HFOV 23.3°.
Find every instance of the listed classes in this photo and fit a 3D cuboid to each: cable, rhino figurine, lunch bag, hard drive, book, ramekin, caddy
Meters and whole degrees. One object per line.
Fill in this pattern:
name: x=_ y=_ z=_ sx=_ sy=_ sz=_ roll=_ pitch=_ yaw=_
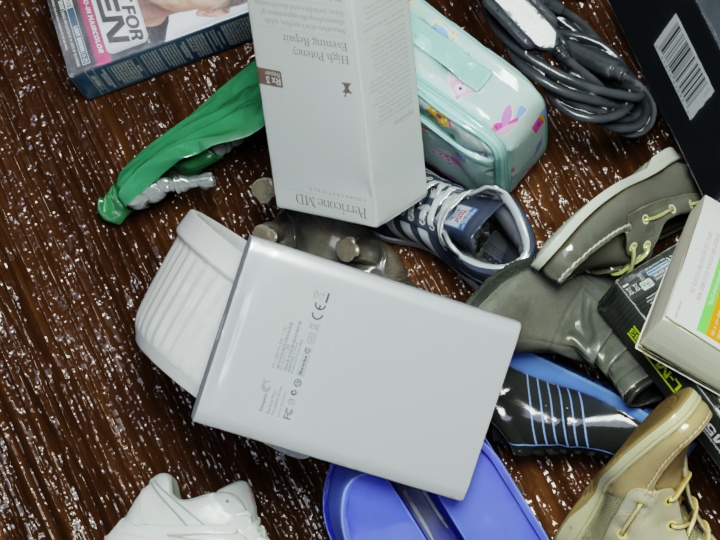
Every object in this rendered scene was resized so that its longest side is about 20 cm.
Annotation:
cable: x=0.152 y=-0.178 z=1.358 sx=0.200 sy=0.163 sz=0.051 roll=45 pitch=107 yaw=2
rhino figurine: x=0.000 y=0.000 z=1.361 sx=0.200 sy=0.087 sz=0.060 roll=38 pitch=103 yaw=20
lunch bag: x=0.050 y=-0.146 z=1.356 sx=0.200 sy=0.160 sz=0.077 roll=37 pitch=83 yaw=14
hard drive: x=-0.002 y=0.069 z=1.207 sx=0.199 sy=0.025 sz=0.133 roll=18 pitch=94 yaw=-11
book: x=0.309 y=0.045 z=1.240 sx=0.199 sy=0.048 sz=0.134 roll=30 pitch=54 yaw=-2
ramekin: x=-0.076 y=0.053 z=1.309 sx=0.200 sy=0.200 sz=0.105 roll=37 pitch=92 yaw=14
caddy: x=0.059 y=0.198 z=1.294 sx=0.141 sy=0.105 sz=0.201 roll=-32 pitch=92 yaw=-4

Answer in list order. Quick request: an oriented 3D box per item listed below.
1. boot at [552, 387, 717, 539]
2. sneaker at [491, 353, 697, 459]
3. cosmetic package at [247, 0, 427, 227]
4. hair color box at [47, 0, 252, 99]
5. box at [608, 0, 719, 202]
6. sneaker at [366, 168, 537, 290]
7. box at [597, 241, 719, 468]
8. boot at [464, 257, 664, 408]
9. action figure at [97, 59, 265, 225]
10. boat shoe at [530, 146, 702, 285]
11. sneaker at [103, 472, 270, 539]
boot: x=0.236 y=0.187 z=1.242 sx=0.155 sy=0.200 sz=0.073 roll=41 pitch=46 yaw=14
sneaker: x=0.153 y=0.114 z=1.331 sx=0.199 sy=0.070 sz=0.078 roll=26 pitch=95 yaw=13
cosmetic package: x=-0.017 y=-0.139 z=1.273 sx=0.101 sy=0.074 sz=0.201 roll=12 pitch=121 yaw=35
hair color box: x=-0.156 y=-0.228 z=1.456 sx=0.199 sy=0.061 sz=0.101 roll=-20 pitch=75 yaw=2
box: x=0.325 y=-0.183 z=1.323 sx=0.196 sy=0.124 sz=0.201 roll=-18 pitch=73 yaw=-18
sneaker: x=0.057 y=-0.047 z=1.356 sx=0.199 sy=0.109 sz=0.070 roll=32 pitch=81 yaw=14
box: x=0.306 y=0.050 z=1.290 sx=0.199 sy=0.048 sz=0.194 roll=-28 pitch=75 yaw=-30
boot: x=0.162 y=0.051 z=1.286 sx=0.199 sy=0.068 sz=0.131 roll=-20 pitch=56 yaw=-44
action figure: x=-0.134 y=-0.097 z=1.409 sx=0.199 sy=0.118 sz=0.055 roll=-32 pitch=113 yaw=18
boat shoe: x=0.200 y=-0.033 z=1.311 sx=0.060 sy=0.072 sz=0.201 roll=51 pitch=43 yaw=7
sneaker: x=-0.094 y=0.213 z=1.330 sx=0.199 sy=0.078 sz=0.100 roll=24 pitch=77 yaw=12
